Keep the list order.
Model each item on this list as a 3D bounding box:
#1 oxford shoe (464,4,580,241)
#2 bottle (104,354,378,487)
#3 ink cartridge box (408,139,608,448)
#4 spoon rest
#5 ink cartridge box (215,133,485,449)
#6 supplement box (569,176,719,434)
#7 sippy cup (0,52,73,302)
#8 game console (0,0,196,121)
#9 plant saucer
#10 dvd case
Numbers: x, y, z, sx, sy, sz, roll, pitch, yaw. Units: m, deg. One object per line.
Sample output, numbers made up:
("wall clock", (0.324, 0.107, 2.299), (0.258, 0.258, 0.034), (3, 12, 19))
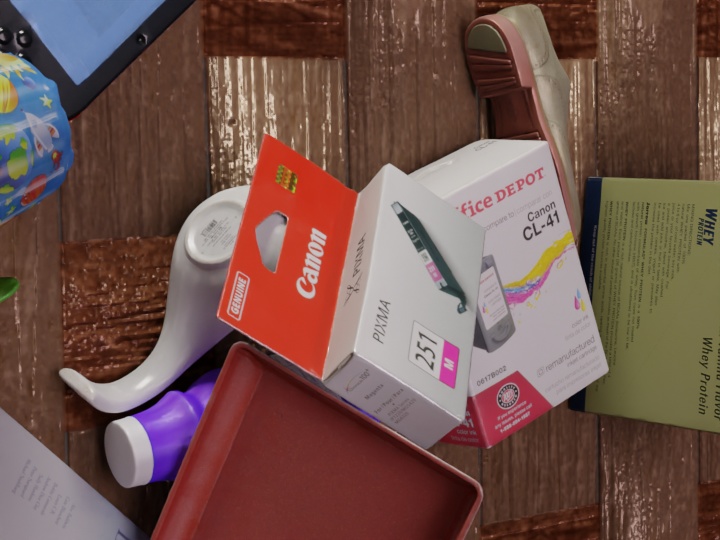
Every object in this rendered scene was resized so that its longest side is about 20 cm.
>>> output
("oxford shoe", (0.148, -0.115, 1.555), (0.074, 0.071, 0.201), (-28, 110, -37))
("bottle", (-0.083, 0.107, 1.380), (0.199, 0.084, 0.066), (-14, 139, -33))
("ink cartridge box", (0.096, 0.016, 1.513), (0.147, 0.085, 0.201), (-28, 111, -33))
("spoon rest", (-0.119, 0.021, 1.353), (0.200, 0.099, 0.061), (-46, 143, -11))
("ink cartridge box", (0.000, 0.000, 1.321), (0.173, 0.044, 0.201), (34, 38, -19))
("supplement box", (0.293, 0.028, 1.594), (0.134, 0.199, 0.202), (3, 91, -37))
("sippy cup", (-0.255, -0.075, 1.213), (0.130, 0.139, 0.178), (-27, 148, -44))
("game console", (-0.198, -0.216, 1.303), (0.200, 0.031, 0.177), (-48, 120, -26))
("plant saucer", (-0.033, 0.177, 1.298), (0.037, 0.199, 0.201), (-12, 129, -64))
("dvd case", (-0.223, 0.186, 1.287), (0.200, 0.017, 0.143), (47, 44, -31))
